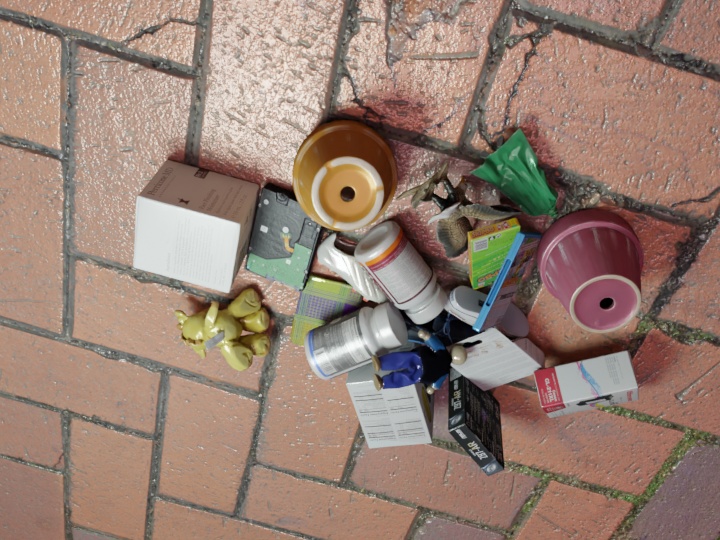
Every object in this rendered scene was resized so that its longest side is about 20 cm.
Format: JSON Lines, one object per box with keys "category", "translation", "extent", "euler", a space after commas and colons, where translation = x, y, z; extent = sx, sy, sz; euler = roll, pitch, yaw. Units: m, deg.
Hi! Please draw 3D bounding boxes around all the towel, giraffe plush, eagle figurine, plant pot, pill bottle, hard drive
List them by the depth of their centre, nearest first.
{"category": "plant pot", "translation": [-0.027, -0.156, 1.208], "extent": [0.197, 0.184, 0.203], "euler": [-1, 108, -2]}
{"category": "eagle figurine", "translation": [0.193, -0.111, 1.266], "extent": [0.200, 0.151, 0.152], "euler": [40, 80, -24]}
{"category": "plant pot", "translation": [0.444, 0.012, 1.281], "extent": [0.197, 0.180, 0.202], "euler": [3, 123, 4]}
{"category": "pill bottle", "translation": [0.085, 0.007, 1.371], "extent": [0.109, 0.110, 0.200], "euler": [-30, 115, 24]}
{"category": "hard drive", "translation": [-0.154, -0.065, 1.389], "extent": [0.138, 0.038, 0.202], "euler": [22, 121, 6]}
{"category": "pill bottle", "translation": [-0.008, 0.145, 1.418], "extent": [0.198, 0.114, 0.114], "euler": [-23, 117, 20]}
{"category": "giraffe plush", "translation": [-0.318, 0.134, 1.491], "extent": [0.161, 0.199, 0.175], "euler": [-3, 93, 37]}
{"category": "towel", "translation": [-0.076, 0.102, 1.508], "extent": [0.142, 0.023, 0.202], "euler": [13, 123, 0]}

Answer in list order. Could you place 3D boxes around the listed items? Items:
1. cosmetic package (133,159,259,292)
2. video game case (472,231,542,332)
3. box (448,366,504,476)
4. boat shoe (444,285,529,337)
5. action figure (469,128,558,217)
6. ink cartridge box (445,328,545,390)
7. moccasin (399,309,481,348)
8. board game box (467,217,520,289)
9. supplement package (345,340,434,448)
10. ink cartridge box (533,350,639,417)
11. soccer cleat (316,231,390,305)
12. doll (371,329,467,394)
{"category": "cosmetic package", "translation": [-0.321, -0.089, 1.333], "extent": [0.197, 0.166, 0.166], "euler": [15, 123, -3]}
{"category": "video game case", "translation": [0.285, 0.020, 1.306], "extent": [0.018, 0.143, 0.202], "euler": [29, 105, 24]}
{"category": "box", "translation": [0.255, 0.323, 1.497], "extent": [0.043, 0.201, 0.161], "euler": [-30, 116, 24]}
{"category": "boat shoe", "translation": [0.264, 0.091, 1.433], "extent": [0.198, 0.074, 0.065], "euler": [28, 150, -15]}
{"category": "action figure", "translation": [0.307, -0.163, 1.265], "extent": [0.118, 0.055, 0.200], "euler": [-37, 118, 25]}
{"category": "ink cartridge box", "translation": [0.277, 0.178, 1.451], "extent": [0.162, 0.058, 0.200], "euler": [-27, 127, 33]}
{"category": "moccasin", "translation": [0.161, 0.123, 1.451], "extent": [0.197, 0.081, 0.069], "euler": [3, 129, 5]}
{"category": "board game box", "translation": [0.259, -0.028, 1.318], "extent": [0.094, 0.030, 0.201], "euler": [-17, 147, 1]}
{"category": "supplement package", "translation": [0.072, 0.266, 1.513], "extent": [0.149, 0.152, 0.202], "euler": [-9, 122, 15]}
{"category": "ink cartridge box", "translation": [0.485, 0.246, 1.447], "extent": [0.198, 0.084, 0.146], "euler": [-16, 154, 18]}
{"category": "soccer cleat", "translation": [0.000, 0.000, 1.406], "extent": [0.199, 0.070, 0.078], "euler": [35, 117, -11]}
{"category": "doll", "translation": [0.124, 0.184, 1.362], "extent": [0.197, 0.048, 0.138], "euler": [-8, 104, -13]}
